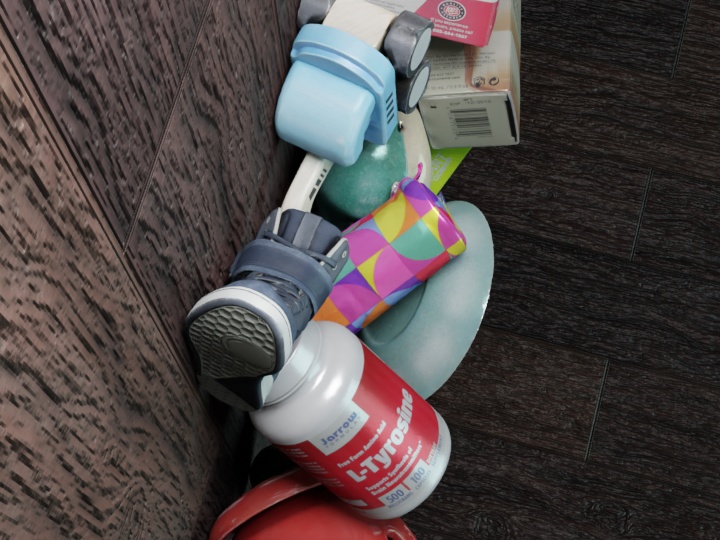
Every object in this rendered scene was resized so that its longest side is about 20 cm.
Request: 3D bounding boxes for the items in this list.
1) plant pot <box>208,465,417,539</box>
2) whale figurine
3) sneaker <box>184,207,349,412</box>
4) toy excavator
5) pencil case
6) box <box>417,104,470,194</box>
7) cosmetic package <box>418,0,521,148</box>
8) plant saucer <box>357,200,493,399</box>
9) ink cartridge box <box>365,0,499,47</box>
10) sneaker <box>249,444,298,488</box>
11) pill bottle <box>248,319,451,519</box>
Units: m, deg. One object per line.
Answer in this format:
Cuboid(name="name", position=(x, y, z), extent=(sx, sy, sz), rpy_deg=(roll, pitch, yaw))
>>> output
Cuboid(name="plant pot", position=(-0.037, 0.285, 1.291), extent=(0.201, 0.200, 0.183), rpy_deg=(92, -28, -65))
Cuboid(name="whale figurine", position=(-0.012, -0.090, 1.311), extent=(0.200, 0.103, 0.160), rpy_deg=(-41, -120, 61))
Cuboid(name="sneaker", position=(-0.061, 0.008, 1.008), extent=(0.147, 0.077, 0.202), rpy_deg=(-62, 179, -20))
Cuboid(name="toy excavator", position=(-0.030, -0.103, 1.127), extent=(0.201, 0.100, 0.195), rpy_deg=(-60, 168, -17))
Cuboid(name="pencil case", position=(0.000, 0.000, 1.222), extent=(0.200, 0.088, 0.088), rpy_deg=(-39, 178, 7))
Cuboid(name="box", position=(0.049, -0.113, 1.433), extent=(0.200, 0.048, 0.122), rpy_deg=(-53, -152, 15))
Cuboid(name="cosmetic package", position=(0.104, -0.225, 1.304), extent=(0.103, 0.087, 0.201), rpy_deg=(62, 28, -65))
Cuboid(name="plant saucer", position=(0.046, 0.024, 1.287), extent=(0.201, 0.039, 0.202), rpy_deg=(-39, -140, 43))
Cuboid(name="ink cartridge box", position=(0.054, -0.294, 1.112), extent=(0.085, 0.144, 0.201), rpy_deg=(-72, 174, -46))
Cuboid(name="sneaker", position=(-0.039, 0.187, 1.403), extent=(0.200, 0.075, 0.071), rpy_deg=(-41, -114, 48))
Cuboid(name="pill bottle", position=(-0.021, 0.115, 1.169), extent=(0.200, 0.112, 0.113), rpy_deg=(44, 51, -36))
